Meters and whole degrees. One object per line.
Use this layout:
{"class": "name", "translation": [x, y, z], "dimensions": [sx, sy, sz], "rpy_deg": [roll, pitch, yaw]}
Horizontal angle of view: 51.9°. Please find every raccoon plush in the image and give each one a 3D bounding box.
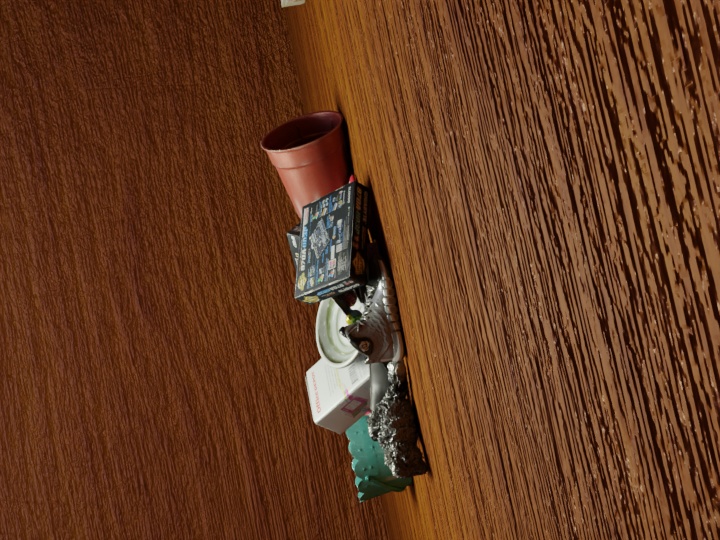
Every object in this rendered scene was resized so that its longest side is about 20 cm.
{"class": "raccoon plush", "translation": [0.069, 0.287, 1.367], "dimensions": [0.134, 0.095, 0.204], "rpy_deg": [-126, 24, -60]}

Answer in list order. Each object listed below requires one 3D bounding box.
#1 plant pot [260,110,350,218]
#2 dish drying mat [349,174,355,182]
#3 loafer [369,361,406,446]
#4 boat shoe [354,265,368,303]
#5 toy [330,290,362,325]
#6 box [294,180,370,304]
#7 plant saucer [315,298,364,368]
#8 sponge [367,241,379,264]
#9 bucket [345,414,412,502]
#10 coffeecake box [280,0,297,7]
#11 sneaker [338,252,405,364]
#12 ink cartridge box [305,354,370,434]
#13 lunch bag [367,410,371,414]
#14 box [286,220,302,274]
{"class": "plant pot", "translation": [-0.107, -0.236, 1.718], "dimensions": [0.202, 0.197, 0.198], "rpy_deg": [-110, 1, -61]}
{"class": "dish drying mat", "translation": [-0.013, -0.121, 1.604], "dimensions": [0.202, 0.018, 0.078], "rpy_deg": [-97, 15, -49]}
{"class": "loafer", "translation": [0.050, 0.257, 1.466], "dimensions": [0.072, 0.072, 0.204], "rpy_deg": [4, 118, 41]}
{"class": "boat shoe", "translation": [-0.023, -0.018, 1.474], "dimensions": [0.072, 0.059, 0.204], "rpy_deg": [97, 159, -57]}
{"class": "toy", "translation": [-0.035, 0.050, 1.478], "dimensions": [0.116, 0.047, 0.201], "rpy_deg": [51, -178, -40]}
{"class": "box", "translation": [-0.054, -0.052, 1.415], "dimensions": [0.157, 0.046, 0.204], "rpy_deg": [-21, 57, 42]}
{"class": "plant saucer", "translation": [-0.023, 0.107, 1.561], "dimensions": [0.199, 0.049, 0.205], "rpy_deg": [-23, 61, 49]}
{"class": "sponge", "translation": [0.038, 0.046, 1.489], "dimensions": [0.112, 0.029, 0.205], "rpy_deg": [167, 92, -86]}
{"class": "bucket", "translation": [0.041, 0.442, 1.779], "dimensions": [0.207, 0.132, 0.212], "rpy_deg": [169, 90, -86]}
{"class": "coffeecake box", "translation": [-0.202, -0.845, 2.032], "dimensions": [0.154, 0.071, 0.205], "rpy_deg": [-121, 20, -77]}
{"class": "sneaker", "translation": [0.011, 0.076, 1.358], "dimensions": [0.075, 0.113, 0.205], "rpy_deg": [152, 106, -85]}
{"class": "ink cartridge box", "translation": [-0.020, 0.233, 1.603], "dimensions": [0.084, 0.199, 0.146], "rpy_deg": [31, -153, -35]}
{"class": "lunch bag", "translation": [0.035, 0.485, 2.042], "dimensions": [0.204, 0.081, 0.176], "rpy_deg": [70, 166, -16]}
{"class": "box", "translation": [-0.084, -0.068, 1.794], "dimensions": [0.043, 0.200, 0.163], "rpy_deg": [14, 132, 36]}
